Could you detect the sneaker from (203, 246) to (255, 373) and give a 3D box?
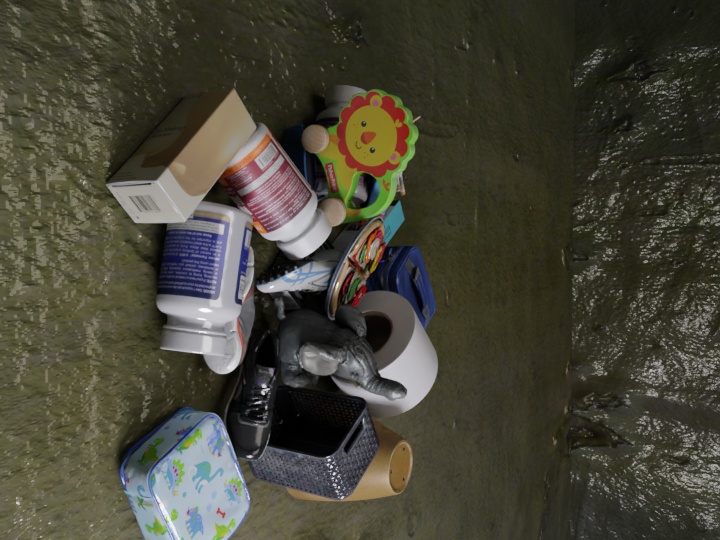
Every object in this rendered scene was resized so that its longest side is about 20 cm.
[{"bbox_3d":[-0.198,0.056,1.043,0.082,0.076,0.203,22,77,-77],"label":"sneaker"}]

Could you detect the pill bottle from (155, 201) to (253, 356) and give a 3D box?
[{"bbox_3d":[-0.221,0.014,0.939,0.119,0.119,0.203,20,75,-57],"label":"pill bottle"}]

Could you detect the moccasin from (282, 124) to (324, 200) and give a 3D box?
[{"bbox_3d":[-0.097,-0.152,1.171,0.068,0.080,0.203,20,76,-58],"label":"moccasin"}]

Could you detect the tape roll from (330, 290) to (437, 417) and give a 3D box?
[{"bbox_3d":[0.035,0.160,1.288,0.140,0.201,0.204,59,45,-40],"label":"tape roll"}]

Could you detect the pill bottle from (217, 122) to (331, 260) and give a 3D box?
[{"bbox_3d":[-0.136,-0.119,1.044,0.201,0.109,0.110,53,47,-27],"label":"pill bottle"}]

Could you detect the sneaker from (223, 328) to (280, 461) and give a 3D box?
[{"bbox_3d":[-0.163,0.186,1.035,0.088,0.075,0.202,123,-26,-55],"label":"sneaker"}]

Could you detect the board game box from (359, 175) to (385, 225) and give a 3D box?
[{"bbox_3d":[0.034,-0.209,1.292,0.153,0.040,0.202,113,-20,-59],"label":"board game box"}]

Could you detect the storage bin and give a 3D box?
[{"bbox_3d":[-0.085,0.276,1.096,0.135,0.198,0.095,-50,131,-45],"label":"storage bin"}]

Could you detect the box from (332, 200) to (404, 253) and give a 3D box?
[{"bbox_3d":[0.011,-0.069,1.350,0.200,0.081,0.050,-54,136,-42],"label":"box"}]

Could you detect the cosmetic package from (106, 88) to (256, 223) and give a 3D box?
[{"bbox_3d":[-0.239,-0.158,0.917,0.071,0.104,0.201,61,41,-39],"label":"cosmetic package"}]

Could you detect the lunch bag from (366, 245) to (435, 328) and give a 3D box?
[{"bbox_3d":[0.080,0.039,1.417,0.136,0.131,0.201,-56,137,-43],"label":"lunch bag"}]

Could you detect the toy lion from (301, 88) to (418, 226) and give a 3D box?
[{"bbox_3d":[0.008,-0.189,1.115,0.069,0.190,0.202,-20,98,-66],"label":"toy lion"}]

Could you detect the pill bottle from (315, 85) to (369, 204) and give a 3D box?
[{"bbox_3d":[-0.032,-0.231,1.242,0.112,0.111,0.203,11,82,-58],"label":"pill bottle"}]

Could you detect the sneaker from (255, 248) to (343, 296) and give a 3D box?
[{"bbox_3d":[-0.090,0.013,1.105,0.199,0.071,0.073,-17,102,-51],"label":"sneaker"}]

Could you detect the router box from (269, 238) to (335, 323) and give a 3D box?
[{"bbox_3d":[-0.081,0.031,1.224,0.201,0.051,0.150,57,46,-38],"label":"router box"}]

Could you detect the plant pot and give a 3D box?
[{"bbox_3d":[-0.012,0.341,1.222,0.186,0.198,0.189,-8,99,-57],"label":"plant pot"}]

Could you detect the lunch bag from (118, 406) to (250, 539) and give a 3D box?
[{"bbox_3d":[-0.242,0.308,0.954,0.161,0.082,0.202,-43,127,-48],"label":"lunch bag"}]

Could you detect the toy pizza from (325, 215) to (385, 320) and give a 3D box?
[{"bbox_3d":[0.000,0.000,1.174,0.201,0.031,0.201,-57,165,-24],"label":"toy pizza"}]

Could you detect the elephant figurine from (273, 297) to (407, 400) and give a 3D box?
[{"bbox_3d":[-0.035,0.126,1.085,0.154,0.199,0.143,20,72,-43],"label":"elephant figurine"}]

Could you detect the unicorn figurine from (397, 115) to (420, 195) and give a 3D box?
[{"bbox_3d":[0.068,-0.231,1.412,0.200,0.073,0.139,169,-81,-79],"label":"unicorn figurine"}]
